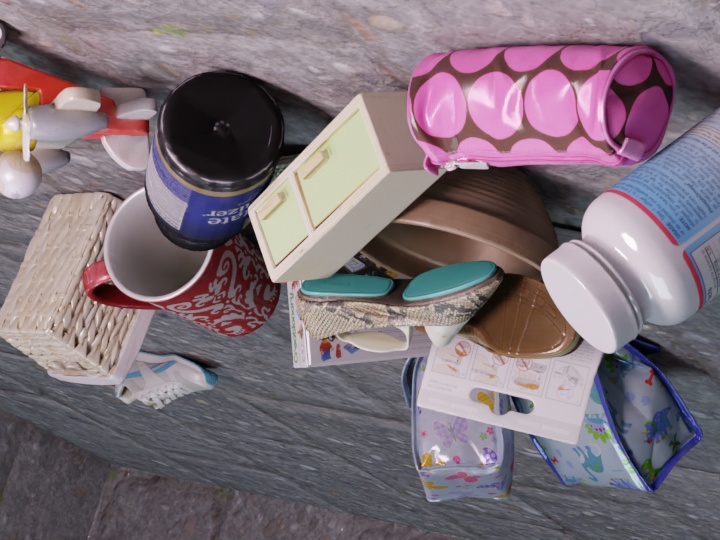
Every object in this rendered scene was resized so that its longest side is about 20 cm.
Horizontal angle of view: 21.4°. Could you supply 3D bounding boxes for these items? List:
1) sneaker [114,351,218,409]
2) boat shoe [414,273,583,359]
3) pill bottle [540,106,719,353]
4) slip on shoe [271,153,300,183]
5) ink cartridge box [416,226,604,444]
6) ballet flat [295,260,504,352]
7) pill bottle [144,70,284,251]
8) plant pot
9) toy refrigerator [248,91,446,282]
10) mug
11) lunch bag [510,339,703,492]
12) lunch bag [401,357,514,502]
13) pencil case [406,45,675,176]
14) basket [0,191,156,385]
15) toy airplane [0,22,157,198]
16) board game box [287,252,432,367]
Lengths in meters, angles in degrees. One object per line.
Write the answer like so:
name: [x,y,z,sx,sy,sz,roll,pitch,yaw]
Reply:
sneaker: [-0.301,0.176,2.966,0.200,0.081,0.076,1,157,42]
boat shoe: [0.133,0.044,1.684,0.072,0.072,0.200,17,172,-40]
pill bottle: [0.231,-0.031,1.361,0.109,0.200,0.109,51,167,16]
slip on shoe: [-0.055,-0.080,1.818,0.200,0.074,0.061,1,-164,27]
ink cartridge box: [0.156,0.055,1.785,0.160,0.200,0.047,12,166,16]
ballet flat: [0.040,0.035,1.673,0.200,0.068,0.075,-5,115,24]
pill bottle: [-0.136,-0.090,1.711,0.112,0.112,0.200,18,158,-4]
plant pot: [0.095,-0.046,1.700,0.201,0.093,0.201,16,164,5]
toy refrigerator: [-0.016,-0.068,1.605,0.070,0.076,0.200,-6,157,-36]
mug: [-0.195,-0.008,2.104,0.177,0.134,0.200,10,168,26]
lunch bag: [0.259,0.138,2.139,0.200,0.127,0.170,54,152,-16]
lunch bag: [0.112,0.153,2.191,0.127,0.200,0.170,-1,162,7]
pencil case: [0.131,-0.117,1.402,0.200,0.094,0.091,1,159,44]
basket: [-0.315,0.016,2.187,0.135,0.200,0.123,-1,151,48]
toy airplane: [-0.284,-0.126,1.727,0.199,0.141,0.200,9,163,26]
board game box: [0.025,0.022,1.817,0.200,0.126,0.035,-3,178,-30]
